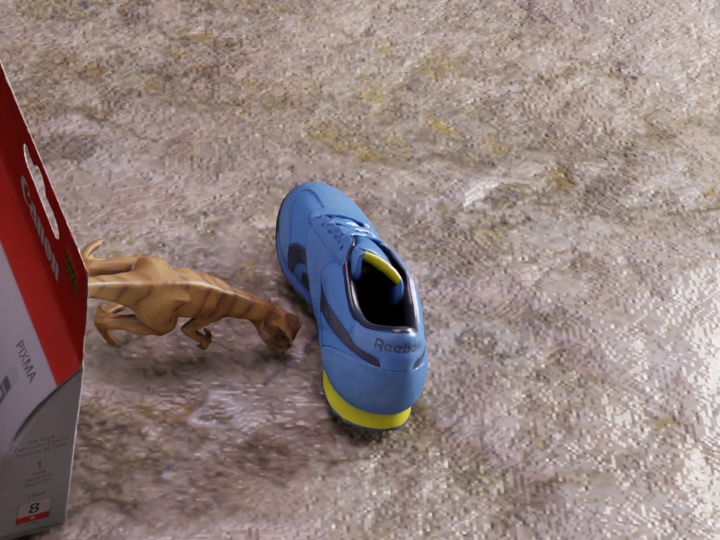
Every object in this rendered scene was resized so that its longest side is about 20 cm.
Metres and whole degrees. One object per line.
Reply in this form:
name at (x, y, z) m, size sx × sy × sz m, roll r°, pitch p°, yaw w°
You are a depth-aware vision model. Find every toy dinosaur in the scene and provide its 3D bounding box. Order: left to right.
toy dinosaur at (-0.119, 0.011, 1.518) m, size 0.106 × 0.061 × 0.199 m, roll -1°, pitch -6°, yaw 45°

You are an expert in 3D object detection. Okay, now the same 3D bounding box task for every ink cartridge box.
ink cartridge box at (-0.188, 0.017, 1.425) m, size 0.050 × 0.201 × 0.163 m, roll -12°, pitch 52°, yaw -18°

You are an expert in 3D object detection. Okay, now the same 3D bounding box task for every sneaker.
sneaker at (0.000, 0.000, 1.573) m, size 0.066 × 0.079 × 0.201 m, roll 3°, pitch 37°, yaw -18°
